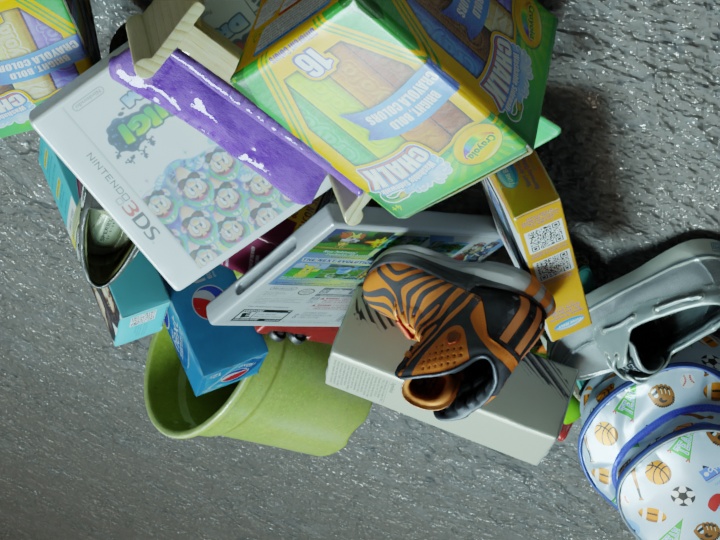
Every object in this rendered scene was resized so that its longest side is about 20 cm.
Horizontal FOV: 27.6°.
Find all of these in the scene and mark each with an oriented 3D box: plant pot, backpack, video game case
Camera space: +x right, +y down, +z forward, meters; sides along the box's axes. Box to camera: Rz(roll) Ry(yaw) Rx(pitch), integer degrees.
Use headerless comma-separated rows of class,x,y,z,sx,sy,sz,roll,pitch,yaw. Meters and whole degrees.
plant pot,-0.090,0.102,1.507,0.184,0.202,0.200,26,158,-35
backpack,0.278,0.152,1.247,0.190,0.154,0.200,45,110,-5
video game case,0.000,0.000,1.220,0.199,0.022,0.182,3,152,-40
video game case,-0.107,-0.102,1.073,0.182,0.199,0.024,52,-173,-32

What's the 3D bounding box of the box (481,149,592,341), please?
box,0.127,-0.035,1.109,0.041,0.120,0.200,-22,144,0

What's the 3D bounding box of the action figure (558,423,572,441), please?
action figure,0.127,0.097,1.447,0.200,0.052,0.065,41,145,-24

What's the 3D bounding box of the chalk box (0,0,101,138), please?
chalk box,-0.265,-0.182,1.092,0.123,0.125,0.200,-15,150,-3

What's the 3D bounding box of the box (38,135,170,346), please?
box,-0.237,-0.039,1.346,0.201,0.049,0.082,65,159,14

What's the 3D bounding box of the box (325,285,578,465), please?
box,0.074,0.089,1.230,0.199,0.069,0.082,21,157,2

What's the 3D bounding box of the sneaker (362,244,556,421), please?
sneaker,0.048,0.047,1.107,0.078,0.112,0.200,44,159,-27

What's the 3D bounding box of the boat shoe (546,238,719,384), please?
boat shoe,0.222,0.049,1.177,0.070,0.072,0.201,23,139,-26

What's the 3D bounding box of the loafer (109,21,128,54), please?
loafer,-0.102,-0.139,1.144,0.199,0.076,0.068,21,149,6

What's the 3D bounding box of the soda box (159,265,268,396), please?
soda box,-0.157,0.008,1.356,0.201,0.067,0.064,64,159,15

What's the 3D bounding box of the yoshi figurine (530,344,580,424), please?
yoshi figurine,0.120,0.097,1.353,0.200,0.113,0.112,39,141,-28

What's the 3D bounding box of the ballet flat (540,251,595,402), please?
ballet flat,0.181,0.043,1.290,0.075,0.068,0.200,31,159,40

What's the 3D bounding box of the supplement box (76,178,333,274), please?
supplement box,-0.127,-0.079,1.242,0.199,0.111,0.086,22,155,2

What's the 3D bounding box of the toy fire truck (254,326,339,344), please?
toy fire truck,-0.069,-0.004,1.350,0.049,0.142,0.199,-37,149,31

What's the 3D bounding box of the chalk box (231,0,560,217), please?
chalk box,0.040,-0.127,0.943,0.200,0.124,0.124,37,138,-25

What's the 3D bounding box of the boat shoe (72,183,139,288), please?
boat shoe,-0.180,-0.064,1.132,0.071,0.066,0.201,5,139,-21

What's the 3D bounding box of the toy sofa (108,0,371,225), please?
toy sofa,-0.073,-0.110,1.015,0.200,0.098,0.083,35,-163,-29
